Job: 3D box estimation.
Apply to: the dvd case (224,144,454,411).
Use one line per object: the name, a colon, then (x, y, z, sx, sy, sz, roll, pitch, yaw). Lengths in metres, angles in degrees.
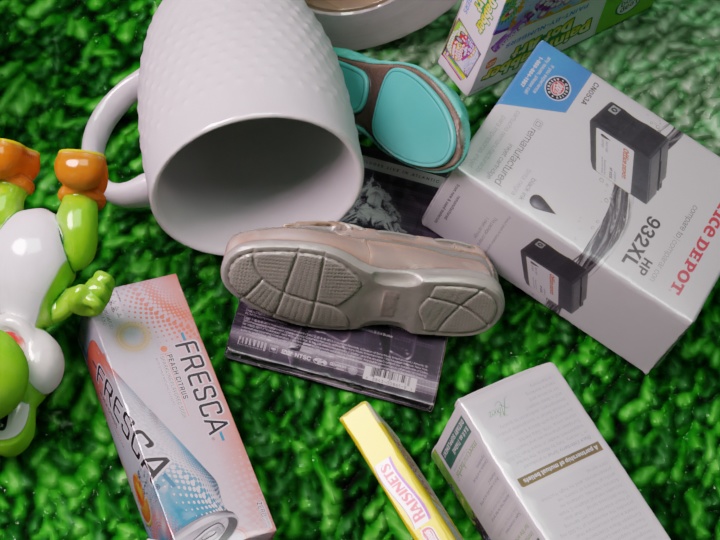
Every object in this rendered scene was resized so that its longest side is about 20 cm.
dvd case: (-0.003, -0.004, 1.413, 0.148, 0.016, 0.200, 15, 57, -3)

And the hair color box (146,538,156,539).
hair color box: (-0.034, 0.225, 1.182, 0.200, 0.064, 0.111, 15, 12, -15)

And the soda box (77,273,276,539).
soda box: (-0.122, 0.104, 1.289, 0.068, 0.064, 0.200, -14, 62, -21)

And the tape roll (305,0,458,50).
tape roll: (-0.010, -0.248, 1.455, 0.202, 0.203, 0.071, -4, 59, -15)

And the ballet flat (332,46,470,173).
ballet flat: (0.028, -0.119, 1.423, 0.070, 0.067, 0.200, 3, 17, -42)

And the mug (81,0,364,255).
mug: (-0.106, -0.113, 1.388, 0.200, 0.148, 0.176, -23, 51, 14)

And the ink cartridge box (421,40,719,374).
ink cartridge box: (0.169, -0.047, 1.427, 0.200, 0.084, 0.145, 34, 57, 3)

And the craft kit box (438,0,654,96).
craft kit box: (0.166, -0.239, 1.492, 0.200, 0.198, 0.049, -28, 71, -26)

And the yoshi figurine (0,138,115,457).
yoshi figurine: (-0.221, 0.017, 1.260, 0.112, 0.112, 0.200, 14, 82, -36)

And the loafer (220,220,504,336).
loafer: (0.000, 0.000, 1.369, 0.200, 0.072, 0.063, 10, 40, -14)

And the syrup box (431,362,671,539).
syrup box: (0.136, 0.169, 1.296, 0.081, 0.079, 0.200, -21, 65, -24)

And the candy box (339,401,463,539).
candy box: (0.056, 0.180, 1.260, 0.026, 0.102, 0.200, -34, 67, 3)
